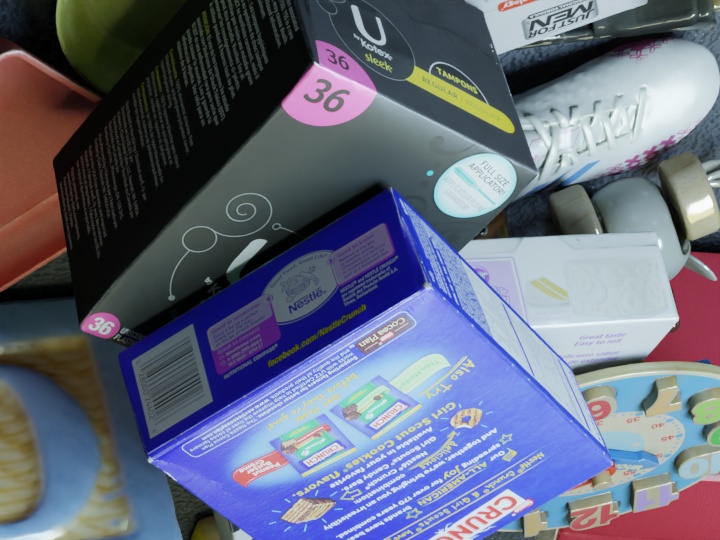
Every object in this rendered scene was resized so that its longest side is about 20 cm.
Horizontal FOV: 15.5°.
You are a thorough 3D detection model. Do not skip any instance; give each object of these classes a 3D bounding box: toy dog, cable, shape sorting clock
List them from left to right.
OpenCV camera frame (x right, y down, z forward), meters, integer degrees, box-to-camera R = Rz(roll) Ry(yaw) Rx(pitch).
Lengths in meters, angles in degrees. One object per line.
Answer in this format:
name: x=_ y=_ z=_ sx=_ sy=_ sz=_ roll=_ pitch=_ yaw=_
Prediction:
cable: x=0.127 y=-0.152 z=1.484 sx=0.198 sy=0.051 sz=0.097 roll=-7 pitch=174 yaw=5
shape sorting clock: x=0.135 y=0.106 z=1.525 sx=0.199 sy=0.039 sz=0.200 roll=-12 pitch=156 yaw=-5
toy dog: x=0.167 y=-0.006 z=1.577 sx=0.131 sy=0.097 sz=0.200 roll=-18 pitch=175 yaw=18

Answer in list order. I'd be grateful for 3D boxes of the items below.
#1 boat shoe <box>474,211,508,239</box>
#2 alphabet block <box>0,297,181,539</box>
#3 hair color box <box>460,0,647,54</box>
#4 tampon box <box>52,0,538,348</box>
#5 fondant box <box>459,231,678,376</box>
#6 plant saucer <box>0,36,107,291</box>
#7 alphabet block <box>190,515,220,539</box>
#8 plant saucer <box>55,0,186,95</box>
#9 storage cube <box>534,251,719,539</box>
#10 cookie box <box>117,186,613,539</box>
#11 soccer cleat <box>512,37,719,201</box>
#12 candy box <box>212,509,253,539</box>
boat shoe: x=0.000 y=0.004 z=1.598 sx=0.199 sy=0.072 sz=0.068 roll=-16 pitch=111 yaw=-26
alphabet block: x=-0.230 y=0.155 z=1.577 sx=0.195 sy=0.196 sz=0.200 roll=-4 pitch=145 yaw=-18
hair color box: x=0.083 y=-0.201 z=1.353 sx=0.101 sy=0.062 sz=0.200 roll=-18 pitch=146 yaw=0
tampon box: x=-0.038 y=-0.053 z=1.347 sx=0.149 sy=0.127 sz=0.200 roll=22 pitch=126 yaw=-34
fondant box: x=0.072 y=0.050 z=1.490 sx=0.143 sy=0.059 sz=0.200 roll=-3 pitch=153 yaw=-20
plant saucer: x=-0.216 y=-0.049 z=1.421 sx=0.199 sy=0.037 sz=0.199 roll=-32 pitch=154 yaw=15
alphabet block: x=-0.018 y=0.293 z=1.897 sx=0.199 sy=0.197 sz=0.196 roll=-5 pitch=143 yaw=-21
plant saucer: x=-0.063 y=-0.156 z=1.371 sx=0.199 sy=0.031 sz=0.200 roll=-14 pitch=147 yaw=-9
storage cube: x=0.211 y=0.104 z=1.725 sx=0.178 sy=0.201 sz=0.171 roll=3 pitch=145 yaw=-5
cookie box: x=0.005 y=0.072 z=1.344 sx=0.171 sy=0.075 sz=0.200 roll=-31 pitch=138 yaw=14
soccer cleat: x=0.115 y=-0.075 z=1.518 sx=0.199 sy=0.070 sz=0.086 roll=-21 pitch=-172 yaw=4
candy box: x=0.003 y=0.129 z=1.725 sx=0.199 sy=0.072 sz=0.168 roll=-14 pitch=173 yaw=-7
